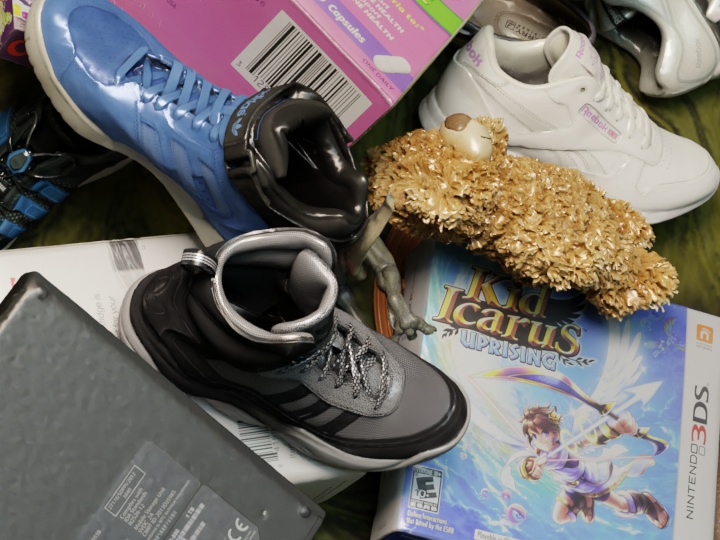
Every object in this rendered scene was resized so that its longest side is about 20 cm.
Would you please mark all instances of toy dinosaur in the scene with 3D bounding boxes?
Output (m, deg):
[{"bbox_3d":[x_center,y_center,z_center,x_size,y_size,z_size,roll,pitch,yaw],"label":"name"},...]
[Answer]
[{"bbox_3d":[0.000,0.000,1.198,0.047,0.200,0.089,-21,97,-11],"label":"toy dinosaur"}]

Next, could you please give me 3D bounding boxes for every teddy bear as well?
[{"bbox_3d":[0.099,-0.038,1.234,0.199,0.067,0.145,29,31,-12],"label":"teddy bear"}]

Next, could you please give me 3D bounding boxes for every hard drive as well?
[{"bbox_3d":[-0.130,0.116,1.077,0.200,0.033,0.140,41,71,-17],"label":"hard drive"}]

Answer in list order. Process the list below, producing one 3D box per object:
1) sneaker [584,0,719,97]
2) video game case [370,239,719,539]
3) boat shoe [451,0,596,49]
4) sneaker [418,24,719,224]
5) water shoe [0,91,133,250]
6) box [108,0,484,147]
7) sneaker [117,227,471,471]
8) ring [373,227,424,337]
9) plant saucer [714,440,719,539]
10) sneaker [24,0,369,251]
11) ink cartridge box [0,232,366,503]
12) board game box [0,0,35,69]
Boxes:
[{"bbox_3d":[0.172,-0.203,1.405,0.081,0.075,0.201,-31,84,-20],"label":"sneaker"},{"bbox_3d":[0.114,0.091,1.258,0.198,0.045,0.183,15,64,-17],"label":"video game case"},{"bbox_3d":[0.057,-0.178,1.345,0.199,0.065,0.072,26,64,-11],"label":"boat shoe"},{"bbox_3d":[0.140,-0.090,1.324,0.198,0.100,0.075,15,38,-18],"label":"sneaker"},{"bbox_3d":[-0.190,-0.063,1.187,0.200,0.079,0.072,-39,87,-30],"label":"water shoe"},{"bbox_3d":[-0.032,-0.171,1.211,0.176,0.097,0.200,45,38,-5],"label":"box"},{"bbox_3d":[-0.019,0.041,1.105,0.199,0.114,0.076,21,63,-16],"label":"sneaker"},{"bbox_3d":[0.102,0.029,1.313,0.199,0.019,0.202,9,67,-21],"label":"ring"},{"bbox_3d":[0.296,0.174,1.331,0.199,0.037,0.202,8,69,-21],"label":"plant saucer"},{"bbox_3d":[-0.076,-0.081,1.103,0.200,0.111,0.077,50,50,-13],"label":"sneaker"},{"bbox_3d":[-0.113,0.063,1.170,0.198,0.083,0.147,-6,74,-25],"label":"ink cartridge box"},{"bbox_3d":[-0.116,-0.142,1.205,0.199,0.032,0.121,18,44,-36],"label":"board game box"}]
